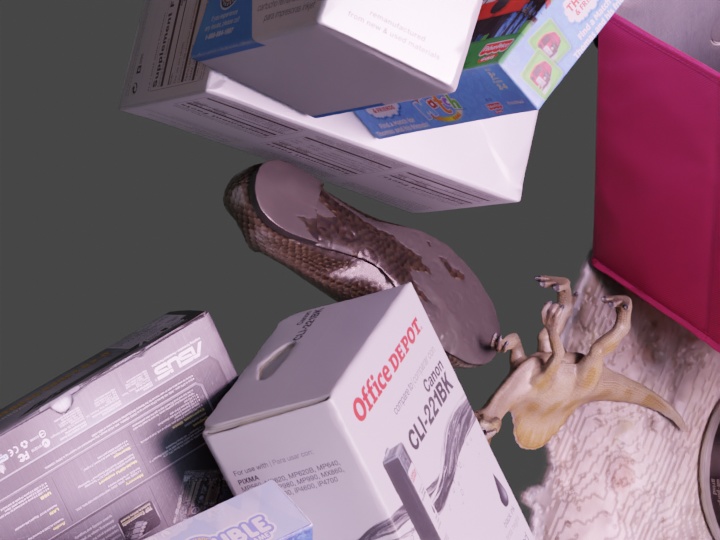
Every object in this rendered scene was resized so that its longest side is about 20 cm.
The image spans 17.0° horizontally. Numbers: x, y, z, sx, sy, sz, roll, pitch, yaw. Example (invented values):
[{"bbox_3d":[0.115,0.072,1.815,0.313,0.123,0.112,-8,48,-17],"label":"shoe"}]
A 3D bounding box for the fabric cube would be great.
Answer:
[{"bbox_3d":[0.268,-0.073,1.386,0.196,0.200,0.200,-31,138,-29],"label":"fabric cube"}]

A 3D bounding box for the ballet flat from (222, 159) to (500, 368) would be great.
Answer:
[{"bbox_3d":[0.000,0.000,1.362,0.200,0.046,0.068,30,52,-32],"label":"ballet flat"}]

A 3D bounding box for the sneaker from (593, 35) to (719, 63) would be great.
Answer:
[{"bbox_3d":[0.172,-0.196,1.440,0.114,0.076,0.200,-53,125,-26],"label":"sneaker"}]

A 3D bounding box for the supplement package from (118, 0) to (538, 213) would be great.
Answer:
[{"bbox_3d":[-0.007,-0.135,1.318,0.200,0.111,0.156,18,79,-29],"label":"supplement package"}]

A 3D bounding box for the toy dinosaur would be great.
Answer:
[{"bbox_3d":[0.123,0.059,1.429,0.200,0.058,0.101,-5,113,-45],"label":"toy dinosaur"}]

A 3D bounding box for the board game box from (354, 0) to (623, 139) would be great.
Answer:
[{"bbox_3d":[0.095,-0.154,1.227,0.037,0.151,0.200,48,66,-19],"label":"board game box"}]

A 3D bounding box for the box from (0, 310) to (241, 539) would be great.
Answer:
[{"bbox_3d":[-0.135,0.135,1.268,0.200,0.048,0.159,-31,106,-28],"label":"box"}]

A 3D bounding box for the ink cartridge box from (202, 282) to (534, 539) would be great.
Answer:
[{"bbox_3d":[0.013,0.128,1.298,0.200,0.084,0.144,63,28,-15],"label":"ink cartridge box"}]

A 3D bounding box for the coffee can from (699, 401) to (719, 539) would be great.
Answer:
[{"bbox_3d":[0.323,0.126,1.454,0.146,0.200,0.147,1,88,-30],"label":"coffee can"}]

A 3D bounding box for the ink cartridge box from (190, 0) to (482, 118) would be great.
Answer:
[{"bbox_3d":[0.008,-0.187,1.180,0.085,0.144,0.200,24,76,-26],"label":"ink cartridge box"}]

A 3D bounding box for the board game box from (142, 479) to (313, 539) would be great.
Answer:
[{"bbox_3d":[-0.115,0.225,1.212,0.200,0.043,0.199,-23,135,-25],"label":"board game box"}]
